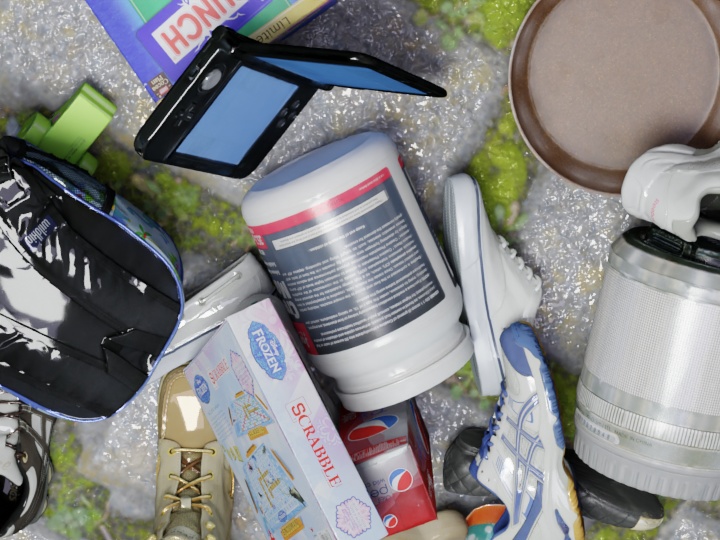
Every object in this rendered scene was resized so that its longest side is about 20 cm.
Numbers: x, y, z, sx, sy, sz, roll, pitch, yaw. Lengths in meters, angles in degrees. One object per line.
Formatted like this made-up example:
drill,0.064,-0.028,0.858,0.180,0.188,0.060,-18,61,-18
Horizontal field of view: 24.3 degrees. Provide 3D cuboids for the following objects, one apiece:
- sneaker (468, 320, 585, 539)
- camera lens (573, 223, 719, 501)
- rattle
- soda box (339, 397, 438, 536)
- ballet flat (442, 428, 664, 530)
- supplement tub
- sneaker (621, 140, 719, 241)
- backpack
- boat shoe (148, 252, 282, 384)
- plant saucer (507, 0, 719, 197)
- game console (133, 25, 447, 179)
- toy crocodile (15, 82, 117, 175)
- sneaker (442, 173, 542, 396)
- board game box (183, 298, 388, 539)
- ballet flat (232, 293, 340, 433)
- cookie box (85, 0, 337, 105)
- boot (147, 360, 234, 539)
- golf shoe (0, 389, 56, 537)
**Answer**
sneaker,0.129,0.145,1.393,0.088,0.075,0.201,-10,98,10
camera lens,0.268,0.070,1.385,0.159,0.160,0.201,11,104,-2
rattle,0.030,0.217,1.484,0.199,0.143,0.130,-32,138,0
soda box,0.021,0.152,1.388,0.063,0.200,0.070,-20,102,5
ballet flat,0.170,0.190,1.471,0.199,0.067,0.057,17,117,3
supplement tub,0.000,0.000,1.382,0.140,0.140,0.201,-23,102,6
sneaker,0.316,-0.065,1.359,0.199,0.099,0.078,-20,134,-20
backpack,-0.244,0.008,1.336,0.199,0.147,0.183,32,100,-14
boat shoe,-0.172,0.040,1.429,0.201,0.075,0.086,-26,102,4
plant saucer,0.221,-0.163,1.394,0.199,0.035,0.202,0,104,0
game console,-0.051,-0.119,1.310,0.116,0.200,0.176,43,102,17
toy crocodile,-0.279,-0.072,1.414,0.067,0.062,0.200,33,99,-21
sneaker,0.116,0.008,1.426,0.070,0.073,0.201,-14,112,-5
board game box,-0.065,0.140,1.327,0.041,0.200,0.200,-25,84,-21
ballet flat,-0.057,0.114,1.412,0.069,0.070,0.201,-19,115,5
cookie box,-0.142,-0.254,1.347,0.171,0.075,0.201,-34,95,9
boot,-0.146,0.189,1.422,0.072,0.156,0.201,1,104,1
golf shoe,-0.301,0.135,1.444,0.077,0.095,0.201,-1,102,2
